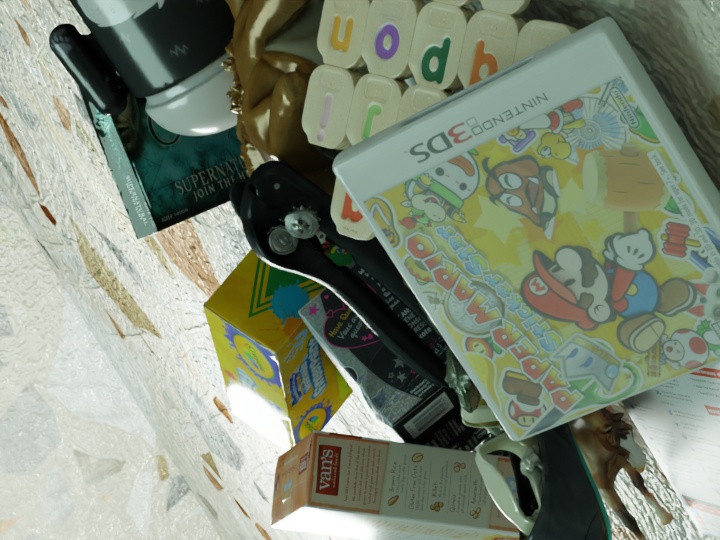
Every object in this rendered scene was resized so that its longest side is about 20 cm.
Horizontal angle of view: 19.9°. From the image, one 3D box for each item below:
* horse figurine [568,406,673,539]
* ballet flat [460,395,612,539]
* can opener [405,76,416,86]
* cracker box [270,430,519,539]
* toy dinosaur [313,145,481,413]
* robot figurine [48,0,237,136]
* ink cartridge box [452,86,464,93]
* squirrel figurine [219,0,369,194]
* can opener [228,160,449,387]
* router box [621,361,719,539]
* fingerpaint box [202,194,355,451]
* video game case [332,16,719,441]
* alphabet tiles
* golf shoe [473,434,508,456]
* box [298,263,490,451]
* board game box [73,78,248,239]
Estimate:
[{"bbox_3d":[0.158,0.108,1.379,0.133,0.050,0.200,55,-174,-26],"label":"horse figurine"},{"bbox_3d":[0.102,0.100,1.303,0.073,0.073,0.201,75,180,-53],"label":"ballet flat"},{"bbox_3d":[0.090,-0.065,1.338,0.066,0.053,0.200,30,152,59],"label":"can opener"},{"bbox_3d":[0.046,0.162,1.465,0.134,0.199,0.058,137,140,-71],"label":"cracker box"},{"bbox_3d":[0.049,-0.005,1.322,0.047,0.088,0.200,-43,66,32],"label":"toy dinosaur"},{"bbox_3d":[-0.140,-0.196,1.519,0.150,0.125,0.200,-20,111,39],"label":"robot figurine"},{"bbox_3d":[0.103,-0.043,1.232,0.200,0.067,0.117,18,142,44],"label":"ink cartridge box"},{"bbox_3d":[-0.054,-0.153,1.399,0.187,0.141,0.200,57,151,20],"label":"squirrel figurine"},{"bbox_3d":[0.000,0.000,1.346,0.200,0.063,0.079,38,-163,-10],"label":"can opener"},{"bbox_3d":[0.231,0.092,1.257,0.180,0.049,0.200,58,165,-13],"label":"router box"},{"bbox_3d":[-0.033,0.026,1.564,0.073,0.167,0.200,33,160,18],"label":"fingerpaint box"},{"bbox_3d":[0.109,-0.016,1.129,0.182,0.023,0.200,-25,109,29],"label":"video game case"},{"bbox_3d":[0.044,-0.107,1.198,0.200,0.015,0.196,17,99,43],"label":"alphabet tiles"},{"bbox_3d":[0.116,0.125,1.669,0.200,0.078,0.095,63,180,-23],"label":"golf shoe"},{"bbox_3d":[0.051,0.054,1.491,0.115,0.132,0.200,50,178,20],"label":"box"},{"bbox_3d":[-0.133,-0.116,1.634,0.028,0.200,0.136,-19,96,37],"label":"board game box"}]
